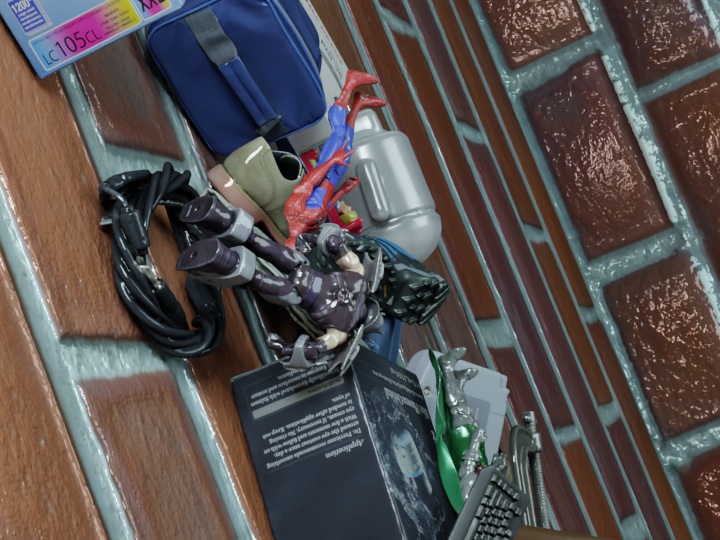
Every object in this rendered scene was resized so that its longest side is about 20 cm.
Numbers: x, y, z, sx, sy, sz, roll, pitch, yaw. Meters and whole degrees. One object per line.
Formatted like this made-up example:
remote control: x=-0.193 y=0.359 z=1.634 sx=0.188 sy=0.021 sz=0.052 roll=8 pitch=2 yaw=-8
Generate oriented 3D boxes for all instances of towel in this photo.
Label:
towel: x=0.006 y=0.085 z=1.917 sx=0.200 sy=0.048 sz=0.112 roll=-60 pitch=158 yaw=-72
towel: x=-0.064 y=0.020 z=1.721 sx=0.193 sy=0.035 sz=0.200 roll=48 pitch=1 yaw=23

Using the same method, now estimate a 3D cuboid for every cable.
cable: x=-0.150 y=-0.008 z=1.563 sx=0.163 sy=0.051 sz=0.200 roll=67 pitch=14 yaw=2

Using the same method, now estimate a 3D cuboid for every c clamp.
c clamp: x=0.187 y=0.241 z=1.991 sx=0.171 sy=0.027 sz=0.200 roll=40 pitch=43 yaw=-70

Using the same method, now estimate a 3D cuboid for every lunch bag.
lunch bag: x=-0.118 y=-0.206 z=1.810 sx=0.200 sy=0.136 sz=0.132 roll=57 pitch=18 yaw=-37

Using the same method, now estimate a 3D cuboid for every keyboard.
keyboard: x=0.100 y=0.280 z=1.624 sx=0.127 sy=0.021 sz=0.200 roll=45 pitch=64 yaw=-43

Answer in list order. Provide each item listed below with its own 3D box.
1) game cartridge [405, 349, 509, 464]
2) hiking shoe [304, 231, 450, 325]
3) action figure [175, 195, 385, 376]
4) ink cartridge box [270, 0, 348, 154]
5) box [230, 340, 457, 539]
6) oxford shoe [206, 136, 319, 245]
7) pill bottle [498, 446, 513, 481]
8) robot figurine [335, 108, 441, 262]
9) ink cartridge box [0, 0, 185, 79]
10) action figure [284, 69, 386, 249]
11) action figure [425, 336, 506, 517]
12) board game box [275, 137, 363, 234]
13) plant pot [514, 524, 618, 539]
game cartridge: x=0.076 y=0.185 z=1.854 sx=0.133 sy=0.040 sz=0.200 roll=22 pitch=76 yaw=-42
hiking shoe: x=0.000 y=0.000 z=1.846 sx=0.087 sy=0.074 sz=0.200 roll=40 pitch=8 yaw=38
action figure: x=-0.056 y=0.008 z=1.549 sx=0.200 sy=0.069 sz=0.130 roll=29 pitch=56 yaw=-29
ink cartridge box: x=-0.086 y=-0.227 z=2.055 sx=0.147 sy=0.083 sz=0.200 roll=59 pitch=16 yaw=-22
box: x=-0.002 y=0.183 z=1.659 sx=0.197 sy=0.117 sz=0.200 roll=32 pitch=38 yaw=-65
oxford shoe: x=-0.074 y=-0.071 z=1.849 sx=0.071 sy=0.074 sz=0.200 roll=49 pitch=5 yaw=25
pill bottle: x=0.096 y=0.209 z=1.967 sx=0.200 sy=0.112 sz=0.112 roll=59 pitch=16 yaw=-25
robot figurine: x=0.022 y=-0.080 z=2.149 sx=0.170 sy=0.113 sz=0.200 roll=32 pitch=36 yaw=-79
ink cartridge box: x=-0.241 y=-0.272 z=1.476 sx=0.200 sy=0.136 sz=0.076 roll=60 pitch=11 yaw=-21
action figure: x=-0.028 y=-0.097 z=1.823 sx=0.065 sy=0.052 sz=0.200 roll=74 pitch=39 yaw=-62
action figure: x=0.099 y=0.169 z=1.717 sx=0.118 sy=0.055 sz=0.200 roll=55 pitch=22 yaw=-53
board game box: x=-0.032 y=-0.069 z=1.951 sx=0.158 sy=0.039 sz=0.200 roll=54 pitch=-13 yaw=54
plant pot: x=0.178 y=0.328 z=1.774 sx=0.200 sy=0.198 sz=0.201 roll=1 pitch=89 yaw=-58
